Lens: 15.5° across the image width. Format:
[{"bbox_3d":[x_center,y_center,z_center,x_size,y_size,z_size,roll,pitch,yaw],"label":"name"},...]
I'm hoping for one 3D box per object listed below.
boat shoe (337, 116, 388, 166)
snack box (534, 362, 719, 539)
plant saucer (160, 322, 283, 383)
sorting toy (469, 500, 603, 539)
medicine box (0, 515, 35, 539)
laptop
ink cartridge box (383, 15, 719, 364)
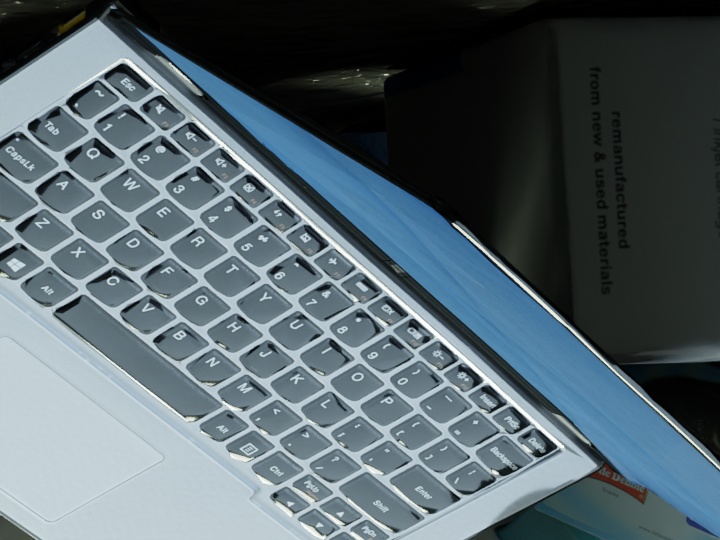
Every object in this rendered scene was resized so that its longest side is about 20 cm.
[{"bbox_3d":[0.000,0.000,0.910,0.068,0.085,0.200,-17,177,-26],"label":"boat shoe"},{"bbox_3d":[0.142,0.049,0.782,0.116,0.037,0.200,23,-158,19],"label":"snack box"},{"bbox_3d":[-0.065,0.004,0.693,0.199,0.030,0.200,21,172,3],"label":"plant saucer"},{"bbox_3d":[0.055,0.144,0.755,0.106,0.201,0.180,-20,-147,-1],"label":"sorting toy"},{"bbox_3d":[-0.080,0.106,0.865,0.103,0.182,0.200,29,160,27],"label":"medicine box"},{"bbox_3d":[-0.012,0.044,0.560,0.199,0.116,0.187,-30,130,23],"label":"laptop"},{"bbox_3d":[0.121,-0.020,0.695,0.199,0.085,0.146,-3,178,-16],"label":"ink cartridge box"}]
